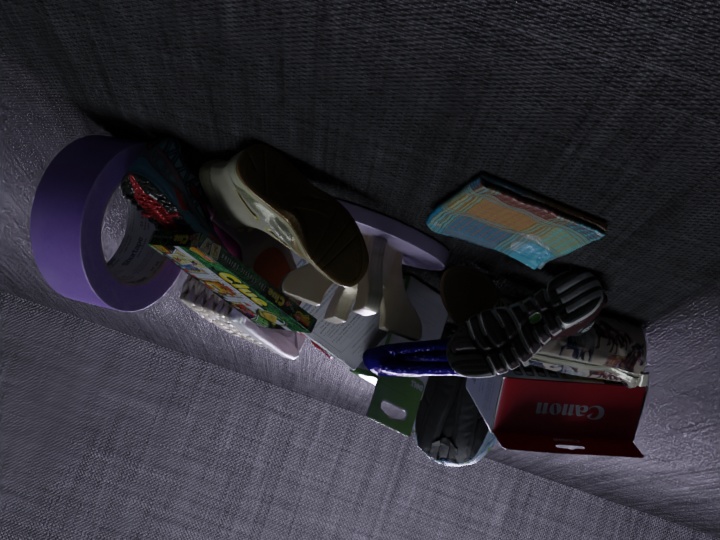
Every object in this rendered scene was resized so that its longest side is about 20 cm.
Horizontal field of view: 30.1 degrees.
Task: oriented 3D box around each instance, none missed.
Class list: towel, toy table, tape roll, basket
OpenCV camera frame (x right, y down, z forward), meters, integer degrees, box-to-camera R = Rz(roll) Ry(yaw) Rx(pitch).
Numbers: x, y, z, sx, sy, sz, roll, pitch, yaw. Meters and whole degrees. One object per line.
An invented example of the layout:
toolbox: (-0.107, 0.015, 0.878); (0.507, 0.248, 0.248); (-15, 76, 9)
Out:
towel: (0.156, -0.047, 1.389); (0.145, 0.022, 0.200); (20, 168, -9)
toy table: (0.000, 0.000, 1.611); (0.197, 0.119, 0.184); (18, 168, -2)
tape roll: (-0.293, -0.057, 1.601); (0.084, 0.202, 0.200); (12, 166, 32)
towel: (0.082, 0.113, 1.670); (0.145, 0.050, 0.200); (-6, 176, -5)
basket: (-0.155, 0.029, 1.945); (0.122, 0.137, 0.200); (17, 168, 26)

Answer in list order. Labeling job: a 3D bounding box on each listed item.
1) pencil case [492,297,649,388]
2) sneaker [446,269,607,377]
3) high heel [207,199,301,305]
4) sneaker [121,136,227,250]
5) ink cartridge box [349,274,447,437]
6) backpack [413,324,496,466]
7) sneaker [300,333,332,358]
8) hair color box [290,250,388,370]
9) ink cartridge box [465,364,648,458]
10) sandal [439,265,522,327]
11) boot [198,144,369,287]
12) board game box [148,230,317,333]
pencil case: (0.257, 0.093, 1.644); (0.197, 0.090, 0.078); (11, 137, -10)
sneaker: (0.204, 0.073, 1.559); (0.198, 0.077, 0.115); (-27, 160, 19)
high heel: (-0.138, -0.025, 1.685); (0.201, 0.067, 0.096); (56, 165, 11)
sneaker: (-0.200, -0.080, 1.590); (0.078, 0.096, 0.201); (10, 150, 29)
ink cartridge box: (0.048, 0.115, 1.839); (0.059, 0.202, 0.103); (7, 163, 41)
backpack: (0.161, 0.203, 2.068); (0.161, 0.203, 0.154); (14, 169, 16)
sneaker: (-0.074, 0.054, 1.846); (0.112, 0.072, 0.200); (31, 173, 31)
hair color box: (-0.054, 0.031, 1.750); (0.199, 0.099, 0.061); (37, -164, -23)
ink cartridge box: (0.255, 0.159, 1.714); (0.197, 0.085, 0.176); (4, -159, -14)
sandal: (0.150, 0.050, 1.701); (0.210, 0.079, 0.069); (21, 167, -41)
boot: (-0.090, -0.059, 1.528); (0.200, 0.072, 0.154); (44, 160, -19)
board game box: (-0.150, 0.014, 1.585); (0.104, 0.024, 0.200); (0, 149, 47)
